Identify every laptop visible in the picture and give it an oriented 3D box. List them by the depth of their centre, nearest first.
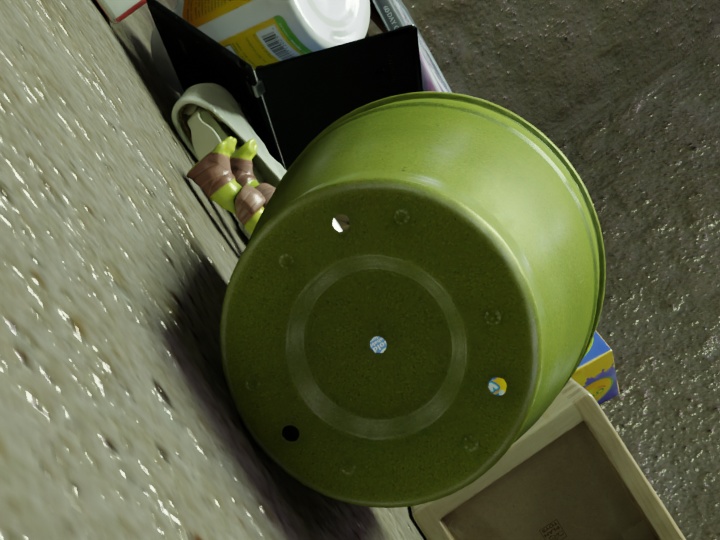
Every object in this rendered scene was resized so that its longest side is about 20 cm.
[{"bbox_3d":[-0.056,-0.157,0.849,0.199,0.116,0.188,37,-19,23],"label":"laptop"}]

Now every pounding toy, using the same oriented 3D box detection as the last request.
[{"bbox_3d":[0.140,0.163,0.765,0.201,0.183,0.142,56,1,-3],"label":"pounding toy"}]

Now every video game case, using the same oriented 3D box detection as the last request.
[{"bbox_3d":[0.059,-0.188,0.909,0.202,0.019,0.143,65,14,17],"label":"video game case"}]

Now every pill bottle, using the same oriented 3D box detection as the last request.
[{"bbox_3d":[-0.098,-0.222,0.882,0.110,0.198,0.113,13,73,-47],"label":"pill bottle"}]

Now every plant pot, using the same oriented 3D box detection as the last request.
[{"bbox_3d":[0.021,0.015,0.467,0.202,0.199,0.193,56,14,-1],"label":"plant pot"}]

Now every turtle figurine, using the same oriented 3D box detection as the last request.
[{"bbox_3d":[-0.046,-0.019,0.703,0.162,0.064,0.200,49,26,6],"label":"turtle figurine"}]

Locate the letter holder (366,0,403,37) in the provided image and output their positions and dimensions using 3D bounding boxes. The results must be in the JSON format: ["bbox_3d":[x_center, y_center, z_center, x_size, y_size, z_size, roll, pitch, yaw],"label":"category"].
[{"bbox_3d":[-0.020,-0.284,1.100,0.143,0.100,0.201,56,1,-42],"label":"letter holder"}]

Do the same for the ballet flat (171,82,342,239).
[{"bbox_3d":[-0.085,-0.061,0.780,0.201,0.069,0.069,53,2,0],"label":"ballet flat"}]

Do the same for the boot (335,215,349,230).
[{"bbox_3d":[0.000,0.000,0.887,0.198,0.074,0.156,24,-10,13],"label":"boot"}]

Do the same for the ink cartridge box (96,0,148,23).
[{"bbox_3d":[-0.187,-0.310,0.865,0.084,0.143,0.200,54,2,-28],"label":"ink cartridge box"}]

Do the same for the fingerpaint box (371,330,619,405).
[{"bbox_3d":[0.107,0.086,0.901,0.168,0.198,0.074,59,-5,45],"label":"fingerpaint box"}]
